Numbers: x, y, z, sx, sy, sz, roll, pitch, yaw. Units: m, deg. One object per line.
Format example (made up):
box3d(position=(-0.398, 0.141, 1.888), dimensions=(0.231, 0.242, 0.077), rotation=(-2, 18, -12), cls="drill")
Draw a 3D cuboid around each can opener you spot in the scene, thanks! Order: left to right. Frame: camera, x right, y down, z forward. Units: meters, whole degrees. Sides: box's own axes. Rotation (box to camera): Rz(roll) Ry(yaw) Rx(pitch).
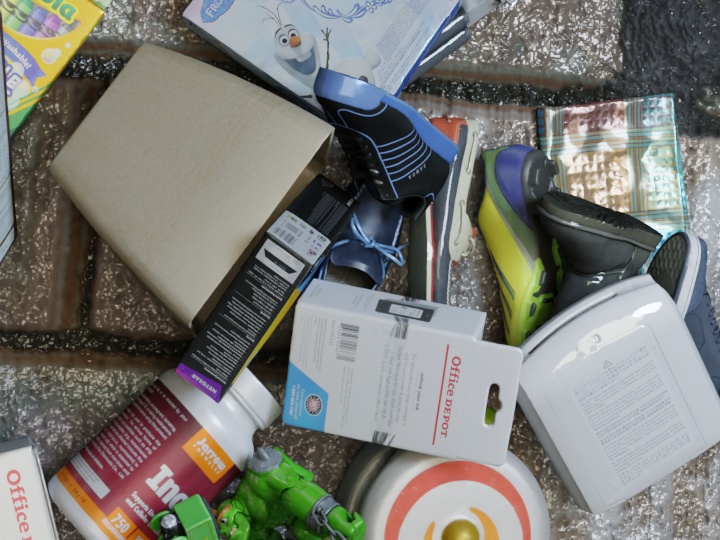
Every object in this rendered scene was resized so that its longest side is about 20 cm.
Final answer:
box3d(position=(0.076, -0.233, 1.605), dimensions=(0.200, 0.053, 0.066), rotation=(-42, 66, -10), cls="can opener")

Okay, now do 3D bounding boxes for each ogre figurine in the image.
box3d(position=(-0.065, 0.225, 1.526), dimensions=(0.098, 0.200, 0.120), rotation=(-42, 80, -10), cls="ogre figurine")

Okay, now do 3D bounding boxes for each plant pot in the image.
box3d(position=(-0.153, -0.079, 1.484), dimensions=(0.176, 0.200, 0.200), rotation=(36, 83, 0), cls="plant pot")

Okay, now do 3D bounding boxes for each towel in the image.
box3d(position=(0.247, -0.063, 1.660), dimensions=(0.145, 0.022, 0.202), rotation=(-8, 94, -14), cls="towel")

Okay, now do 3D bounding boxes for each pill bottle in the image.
box3d(position=(-0.168, 0.162, 1.521), dimensions=(0.200, 0.113, 0.113), rotation=(-44, 101, -8), cls="pill bottle")

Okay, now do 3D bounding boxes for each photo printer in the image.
box3d(position=(0.228, 0.107, 1.551), dimensions=(0.166, 0.070, 0.201), rotation=(-32, 125, 0), cls="photo printer")

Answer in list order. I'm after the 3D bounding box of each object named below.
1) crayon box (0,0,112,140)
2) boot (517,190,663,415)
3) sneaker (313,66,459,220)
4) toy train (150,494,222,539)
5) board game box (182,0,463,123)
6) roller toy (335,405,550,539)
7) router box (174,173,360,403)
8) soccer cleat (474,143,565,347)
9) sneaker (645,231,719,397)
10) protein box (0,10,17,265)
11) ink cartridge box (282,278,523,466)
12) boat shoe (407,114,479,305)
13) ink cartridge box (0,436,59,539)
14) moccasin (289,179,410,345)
box3d(position=(-0.313, -0.209, 1.505), dimensions=(0.125, 0.052, 0.201), rotation=(37, 83, -12), cls="crayon box")
box3d(position=(0.187, 0.038, 1.582), dimensions=(0.181, 0.073, 0.201), rotation=(16, 107, -44), cls="boot")
box3d(position=(0.016, -0.105, 1.479), dimensions=(0.200, 0.070, 0.078), rotation=(30, 84, -52), cls="sneaker")
box3d(position=(-0.139, 0.263, 1.513), dimensions=(0.056, 0.201, 0.042), rotation=(-26, 53, -13), cls="toy train")
box3d(position=(-0.023, -0.249, 1.550), dimensions=(0.198, 0.043, 0.201), rotation=(35, 84, 4), cls="board game box")
box3d(position=(0.075, 0.236, 1.569), dimensions=(0.181, 0.140, 0.202), rotation=(-17, 96, -12), cls="roller toy")
box3d(position=(-0.076, 0.010, 1.472), dimensions=(0.051, 0.200, 0.150), rotation=(35, 111, 0), cls="router box")
box3d(position=(0.146, -0.021, 1.623), dimensions=(0.064, 0.083, 0.202), rotation=(-22, 116, -47), cls="soccer cleat")
box3d(position=(0.339, 0.053, 1.632), dimensions=(0.145, 0.077, 0.204), rotation=(1, 123, -10), cls="sneaker")
box3d(position=(-0.393, -0.104, 1.407), dimensions=(0.196, 0.135, 0.202), rotation=(-1, 107, -2), cls="protein box")
box3d(position=(0.040, 0.089, 1.494), dimensions=(0.198, 0.067, 0.117), rotation=(11, 110, 9), cls="ink cartridge box")
box3d(position=(0.079, -0.043, 1.599), dimensions=(0.062, 0.071, 0.202), rotation=(1, 88, -16), cls="boat shoe")
box3d(position=(-0.362, 0.240, 1.493), dimensions=(0.198, 0.083, 0.147), rotation=(-14, 95, -12), cls="ink cartridge box")
box3d(position=(0.000, 0.000, 1.579), dimensions=(0.080, 0.068, 0.202), rotation=(19, 88, -13), cls="moccasin")
